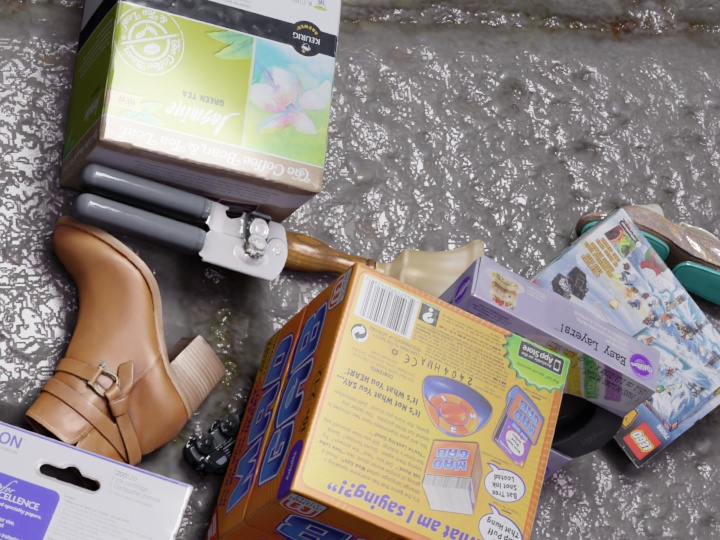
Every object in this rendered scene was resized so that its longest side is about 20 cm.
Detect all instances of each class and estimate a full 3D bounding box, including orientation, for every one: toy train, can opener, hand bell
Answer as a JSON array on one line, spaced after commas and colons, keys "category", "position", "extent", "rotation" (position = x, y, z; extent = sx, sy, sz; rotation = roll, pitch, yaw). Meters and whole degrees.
[{"category": "toy train", "position": [-0.066, 0.116, 1.758], "extent": [0.200, 0.034, 0.046], "rotation": [-35, 93, -28]}, {"category": "can opener", "position": [-0.151, -0.036, 1.714], "extent": [0.199, 0.066, 0.053], "rotation": [18, 71, -28]}, {"category": "hand bell", "position": [0.000, 0.000, 1.807], "extent": [0.199, 0.104, 0.105], "rotation": [14, 70, -7]}]

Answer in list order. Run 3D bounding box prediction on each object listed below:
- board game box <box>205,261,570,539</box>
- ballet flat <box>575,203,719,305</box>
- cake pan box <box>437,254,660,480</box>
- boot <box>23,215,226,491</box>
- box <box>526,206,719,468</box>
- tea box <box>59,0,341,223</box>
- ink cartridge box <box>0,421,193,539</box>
[{"category": "board game box", "position": [0.020, 0.150, 1.642], "extent": [0.199, 0.200, 0.201], "rotation": [25, 61, -15]}, {"category": "ballet flat", "position": [0.292, -0.024, 1.951], "extent": [0.199, 0.068, 0.068], "rotation": [25, 47, -19]}, {"category": "cake pan box", "position": [0.134, 0.092, 1.769], "extent": [0.199, 0.184, 0.053], "rotation": [28, 49, -17]}, {"category": "boot", "position": [-0.225, 0.069, 1.686], "extent": [0.155, 0.077, 0.200], "rotation": [-43, 102, -24]}, {"category": "box", "position": [0.246, 0.061, 1.879], "extent": [0.137, 0.040, 0.200], "rotation": [-37, 93, 2]}, {"category": "tea box", "position": [-0.136, -0.158, 1.748], "extent": [0.199, 0.134, 0.198], "rotation": [12, 71, -21]}, {"category": "ink cartridge box", "position": [-0.253, 0.231, 1.597], "extent": [0.197, 0.043, 0.201], "rotation": [19, 59, 1]}]
